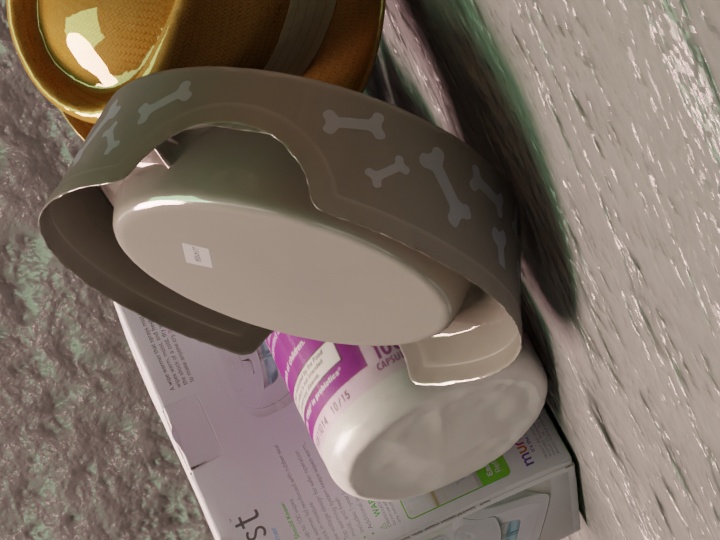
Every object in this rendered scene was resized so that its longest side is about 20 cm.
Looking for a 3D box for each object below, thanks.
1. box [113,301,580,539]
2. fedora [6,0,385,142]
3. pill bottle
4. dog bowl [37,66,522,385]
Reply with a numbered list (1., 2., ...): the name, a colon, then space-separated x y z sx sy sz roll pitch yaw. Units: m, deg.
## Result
1. box: -0.009 0.071 1.134 0.097 0.176 0.200 73 170 -60
2. fedora: -0.086 -0.119 0.928 0.082 0.200 0.201 -23 -92 -54
3. pill bottle: 0.000 0.000 1.054 0.112 0.112 0.200 73 171 -61
4. dog bowl: -0.026 -0.017 0.892 0.200 0.200 0.059 75 -152 -67
